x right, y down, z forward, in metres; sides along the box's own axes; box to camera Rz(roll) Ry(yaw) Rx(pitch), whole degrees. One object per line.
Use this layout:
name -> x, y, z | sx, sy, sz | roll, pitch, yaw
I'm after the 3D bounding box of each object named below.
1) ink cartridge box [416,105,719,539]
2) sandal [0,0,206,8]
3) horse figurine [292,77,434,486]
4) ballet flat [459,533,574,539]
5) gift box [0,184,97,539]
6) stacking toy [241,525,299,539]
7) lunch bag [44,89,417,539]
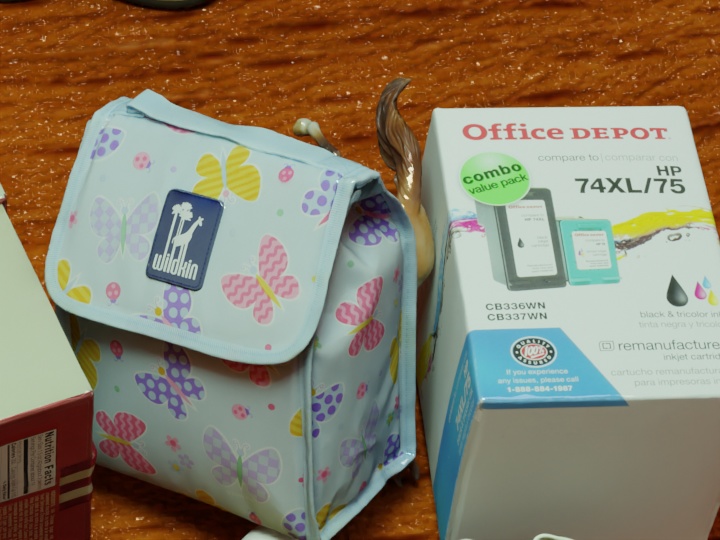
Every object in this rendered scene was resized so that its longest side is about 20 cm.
ink cartridge box -> 0.111, 0.031, 1.387 | 0.147, 0.146, 0.200 | -1, 51, -8
sandal -> -0.181, -0.208, 1.616 | 0.200, 0.055, 0.082 | 9, 51, 2
horse figurine -> 0.000, 0.000, 1.394 | 0.050, 0.200, 0.133 | -3, 29, -35
ballet flat -> 0.074, 0.164, 1.300 | 0.200, 0.067, 0.062 | 1, 76, 25
gift box -> -0.255, 0.058, 1.319 | 0.200, 0.185, 0.187 | -14, 56, -22
stacking toy -> -0.069, 0.187, 1.284 | 0.146, 0.146, 0.200 | 26, 38, 16
lunch bag -> -0.068, 0.018, 1.322 | 0.169, 0.200, 0.127 | 18, 34, 27
